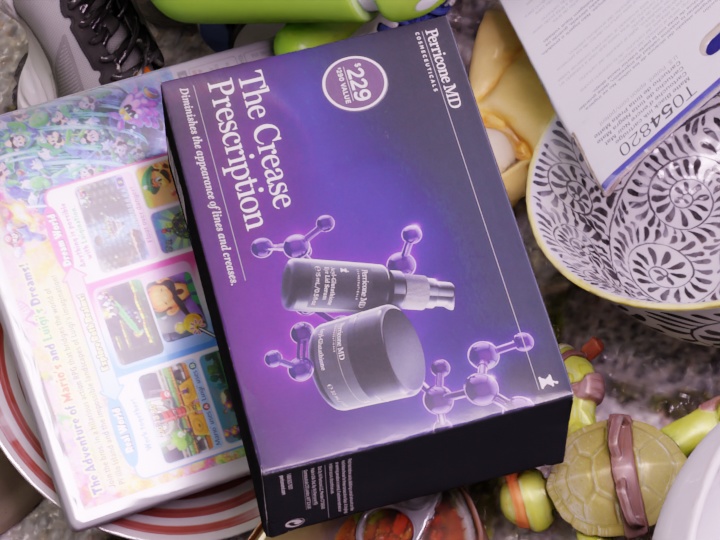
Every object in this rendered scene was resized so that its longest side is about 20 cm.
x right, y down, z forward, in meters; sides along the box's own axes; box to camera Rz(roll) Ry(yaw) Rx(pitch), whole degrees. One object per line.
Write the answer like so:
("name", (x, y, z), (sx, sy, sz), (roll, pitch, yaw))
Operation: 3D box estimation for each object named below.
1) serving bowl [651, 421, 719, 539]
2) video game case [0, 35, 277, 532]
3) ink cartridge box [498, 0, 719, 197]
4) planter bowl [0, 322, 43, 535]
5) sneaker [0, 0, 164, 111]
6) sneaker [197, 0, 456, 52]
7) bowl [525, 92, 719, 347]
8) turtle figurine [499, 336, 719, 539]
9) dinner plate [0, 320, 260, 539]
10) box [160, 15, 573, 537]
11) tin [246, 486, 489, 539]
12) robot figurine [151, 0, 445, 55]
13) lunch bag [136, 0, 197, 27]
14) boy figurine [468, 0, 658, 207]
("serving bowl", (0.188, 0.145, 0.939), (0.066, 0.199, 0.201), (-18, 51, 54))
("video game case", (-0.084, 0.002, 1.091), (0.181, 0.024, 0.201), (-17, 82, -15))
("ink cartridge box", (0.159, -0.147, 1.027), (0.199, 0.041, 0.201), (-41, 38, 18))
("planter bowl", (-0.247, 0.034, 1.134), (0.199, 0.135, 0.201), (-7, 63, 14))
("sneaker", (-0.134, -0.124, 1.146), (0.079, 0.201, 0.074), (28, 62, 18))
("sneaker", (0.018, -0.129, 1.163), (0.199, 0.080, 0.116), (-31, 66, 18))
("bowl", (0.184, -0.030, 1.039), (0.200, 0.094, 0.201), (-18, 41, 16))
("turtle figurine", (0.128, 0.085, 1.034), (0.160, 0.064, 0.201), (-12, 62, 11))
("dinner plate", (-0.092, 0.034, 1.109), (0.199, 0.024, 0.202), (3, 76, -14))
("box", (0.000, 0.000, 1.021), (0.140, 0.079, 0.201), (-13, 63, -8))
("tin", (-0.019, 0.174, 1.051), (0.112, 0.042, 0.200), (32, 78, 23))
("robot figurine", (-0.031, -0.172, 1.047), (0.199, 0.176, 0.116), (2, 59, 14))
("lunch bag", (-0.065, -0.225, 1.186), (0.199, 0.164, 0.118), (-23, 60, 4))
("boy figurine", (0.100, -0.096, 1.133), (0.200, 0.065, 0.124), (-39, 63, -8))
